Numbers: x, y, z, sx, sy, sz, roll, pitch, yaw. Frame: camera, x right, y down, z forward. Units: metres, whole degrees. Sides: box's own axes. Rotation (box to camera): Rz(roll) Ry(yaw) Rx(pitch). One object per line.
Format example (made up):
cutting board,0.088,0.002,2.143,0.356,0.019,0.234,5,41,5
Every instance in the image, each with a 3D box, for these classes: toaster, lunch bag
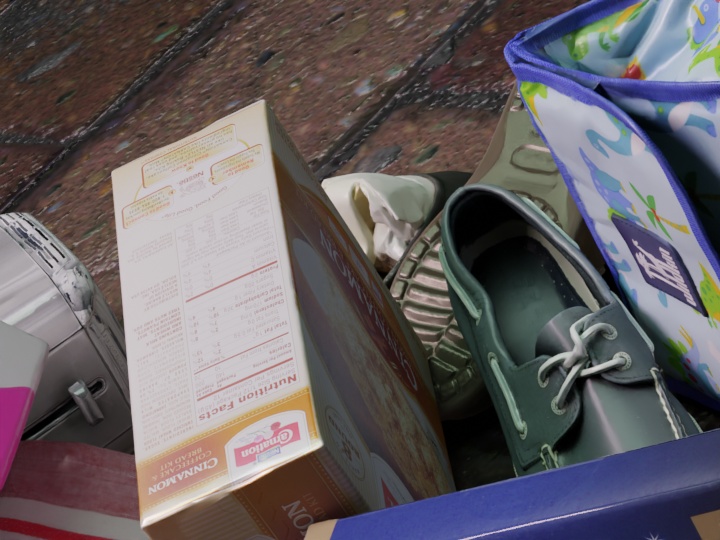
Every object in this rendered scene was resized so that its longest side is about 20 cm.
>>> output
toaster,-0.181,0.051,1.230,0.129,0.114,0.200,-32,24,-12
lunch bag,0.165,-0.029,0.946,0.199,0.171,0.128,-4,36,40

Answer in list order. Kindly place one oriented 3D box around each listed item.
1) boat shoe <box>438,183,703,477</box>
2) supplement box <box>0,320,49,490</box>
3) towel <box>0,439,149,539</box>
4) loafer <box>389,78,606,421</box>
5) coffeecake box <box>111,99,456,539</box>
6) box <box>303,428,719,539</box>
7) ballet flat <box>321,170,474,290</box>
boat shoe,0.078,0.041,0.994,0.073,0.062,0.200,-29,44,3
supplement box,-0.220,0.107,1.078,0.200,0.103,0.101,-56,13,31
towel,-0.090,0.137,1.009,0.143,0.023,0.200,5,33,2
loafer,0.077,-0.013,1.126,0.075,0.068,0.201,19,69,34
coffeecake box,-0.022,0.060,0.965,0.073,0.154,0.201,-24,38,11
box,0.091,0.114,0.828,0.199,0.122,0.032,-17,29,26
ballet flat,0.000,0.000,1.177,0.068,0.069,0.200,-8,34,38
